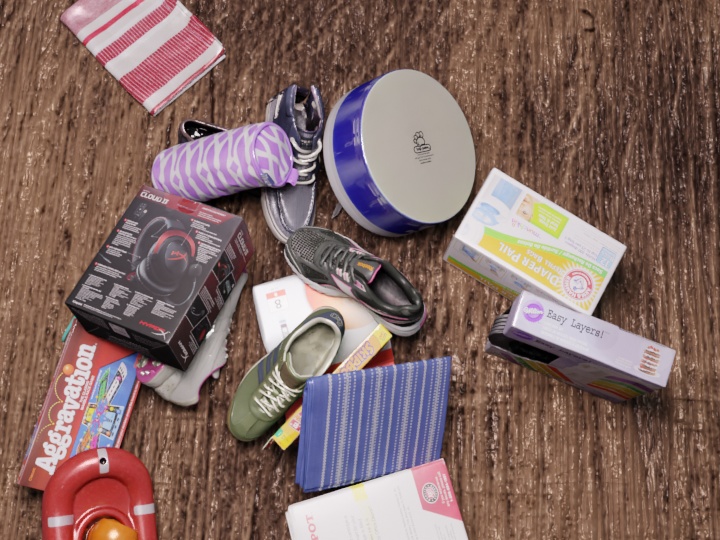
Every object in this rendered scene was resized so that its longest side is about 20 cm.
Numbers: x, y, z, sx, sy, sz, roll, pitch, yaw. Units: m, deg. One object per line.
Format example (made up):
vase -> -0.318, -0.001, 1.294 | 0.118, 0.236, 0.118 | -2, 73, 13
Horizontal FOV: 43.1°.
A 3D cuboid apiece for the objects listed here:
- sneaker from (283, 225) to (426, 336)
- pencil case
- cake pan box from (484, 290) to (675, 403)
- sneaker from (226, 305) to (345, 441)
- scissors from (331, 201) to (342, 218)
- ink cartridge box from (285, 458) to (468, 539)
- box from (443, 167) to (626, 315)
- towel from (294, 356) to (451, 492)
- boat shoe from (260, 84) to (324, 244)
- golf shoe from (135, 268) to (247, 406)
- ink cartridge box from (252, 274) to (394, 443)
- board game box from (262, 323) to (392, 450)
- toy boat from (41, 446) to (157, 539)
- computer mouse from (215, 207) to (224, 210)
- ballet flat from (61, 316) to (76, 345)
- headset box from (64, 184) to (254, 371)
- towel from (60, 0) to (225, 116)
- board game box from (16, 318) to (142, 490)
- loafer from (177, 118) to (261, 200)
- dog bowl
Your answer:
sneaker -> 0.000, 0.000, 1.121 | 0.198, 0.086, 0.081 | 27, 73, 4
pencil case -> -0.170, -0.128, 1.140 | 0.198, 0.085, 0.085 | -5, 56, 36
cake pan box -> 0.255, 0.095, 1.108 | 0.197, 0.184, 0.053 | 22, 74, 2
sneaker -> -0.090, 0.124, 1.096 | 0.067, 0.090, 0.201 | 41, 85, -5
scissors -> 0.007, -0.161, 1.253 | 0.073, 0.014, 0.200 | 43, 78, 6
ink cartridge box -> 0.022, 0.324, 1.082 | 0.197, 0.084, 0.147 | -14, 76, -7
box -> 0.222, -0.022, 1.180 | 0.198, 0.101, 0.113 | 31, 75, 5
towel -> 0.017, 0.179, 1.082 | 0.197, 0.024, 0.147 | -5, 110, -29
boat shoe -> -0.082, -0.137, 1.153 | 0.074, 0.093, 0.203 | -3, 84, -22
golf shoe -> -0.197, 0.080, 1.151 | 0.092, 0.075, 0.201 | 50, 60, -27
ink cartridge box -> -0.039, 0.098, 1.159 | 0.160, 0.050, 0.203 | -14, 73, -7
board game box -> -0.039, 0.146, 1.098 | 0.200, 0.096, 0.030 | -44, 85, -5
toy boat -> -0.286, 0.301, 1.030 | 0.129, 0.130, 0.203 | -2, 76, -29
computer mouse -> -0.216, -0.006, 1.148 | 0.058, 0.034, 0.202 | -7, 48, 28
ballet flat -> -0.304, 0.018, 1.162 | 0.072, 0.068, 0.202 | 26, 70, -10
headset box -> -0.229, -0.003, 1.087 | 0.147, 0.075, 0.202 | 18, 63, 17
towel -> -0.302, -0.329, 1.273 | 0.144, 0.023, 0.200 | -43, 81, -12
board game box -> -0.331, 0.170, 1.104 | 0.102, 0.019, 0.203 | 21, 78, -25
loafer -> -0.153, -0.146, 1.210 | 0.197, 0.063, 0.073 | 22, 74, 2
dog bowl -> 0.053, -0.149, 1.167 | 0.198, 0.078, 0.204 | 9, 75, -38
